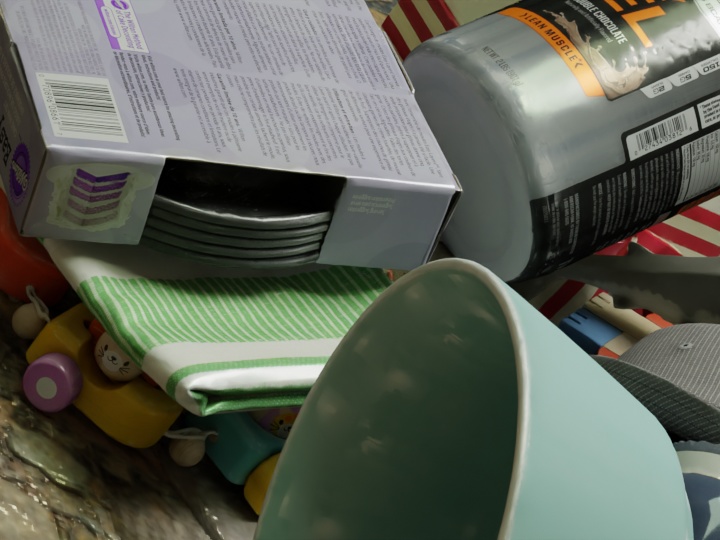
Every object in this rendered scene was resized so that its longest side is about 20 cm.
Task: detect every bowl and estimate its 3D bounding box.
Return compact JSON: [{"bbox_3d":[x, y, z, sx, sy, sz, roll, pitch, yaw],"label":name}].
[{"bbox_3d":[0.047,0.105,1.070,0.105,0.201,0.201,20,28,-24],"label":"bowl"}]

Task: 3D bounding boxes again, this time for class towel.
[{"bbox_3d":[-0.065,-0.015,1.219,0.152,0.023,0.200,-4,43,-40],"label":"towel"}]

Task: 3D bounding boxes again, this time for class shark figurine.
[{"bbox_3d":[0.174,-0.003,1.432,0.214,0.090,0.128,21,11,35],"label":"shark figurine"}]

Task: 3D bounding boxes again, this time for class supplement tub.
[{"bbox_3d":[0.126,-0.082,1.379,0.200,0.123,0.123,-24,59,-25],"label":"supplement tub"}]

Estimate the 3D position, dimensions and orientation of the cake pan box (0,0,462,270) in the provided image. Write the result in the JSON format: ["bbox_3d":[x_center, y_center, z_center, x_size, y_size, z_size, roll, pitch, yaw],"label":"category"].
[{"bbox_3d":[-0.071,-0.080,1.241,0.184,0.052,0.200,3,38,-24],"label":"cake pan box"}]

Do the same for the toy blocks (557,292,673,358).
[{"bbox_3d":[0.149,0.067,1.474,0.137,0.100,0.200,32,28,19],"label":"toy blocks"}]

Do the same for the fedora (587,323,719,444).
[{"bbox_3d":[0.159,0.089,1.216,0.200,0.090,0.177,16,-41,42],"label":"fedora"}]

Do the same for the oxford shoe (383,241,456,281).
[{"bbox_3d":[0.000,0.000,1.344,0.075,0.071,0.200,26,10,30],"label":"oxford shoe"}]

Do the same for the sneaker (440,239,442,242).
[{"bbox_3d":[-0.025,-0.091,1.471,0.200,0.067,0.090,43,7,37],"label":"sneaker"}]

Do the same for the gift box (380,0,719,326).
[{"bbox_3d":[0.127,-0.075,1.572,0.200,0.185,0.187,15,30,-32],"label":"gift box"}]

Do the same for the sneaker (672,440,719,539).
[{"bbox_3d":[0.125,0.156,1.152,0.070,0.200,0.082,10,50,17],"label":"sneaker"}]

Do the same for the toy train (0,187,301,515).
[{"bbox_3d":[-0.080,0.022,1.238,0.200,0.056,0.150,30,24,-19],"label":"toy train"}]
